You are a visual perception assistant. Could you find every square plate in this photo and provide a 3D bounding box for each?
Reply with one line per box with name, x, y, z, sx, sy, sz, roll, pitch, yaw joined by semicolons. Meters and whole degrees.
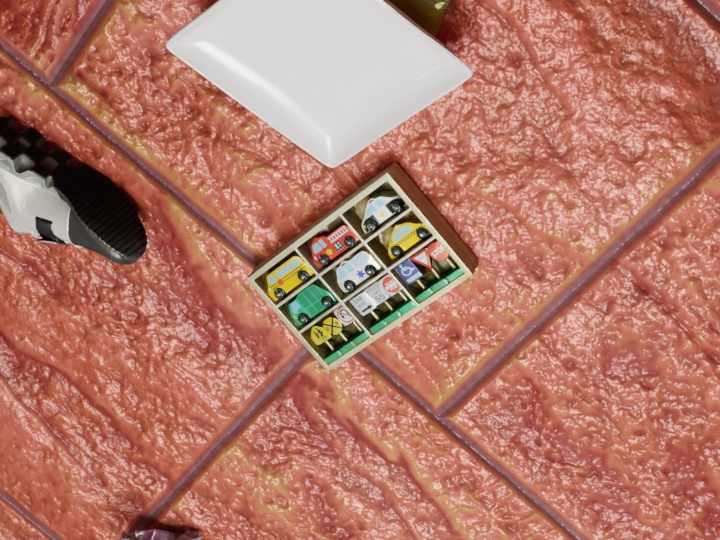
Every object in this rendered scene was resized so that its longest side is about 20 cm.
square plate;-0.036;-0.188;1.313;0.198;0.029;0.199;35;139;-25

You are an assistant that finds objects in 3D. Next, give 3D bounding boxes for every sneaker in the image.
sneaker;-0.298;-0.059;1.505;0.200;0.074;0.089;38;125;8

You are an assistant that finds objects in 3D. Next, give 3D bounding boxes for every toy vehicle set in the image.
toy vehicle set;0.000;0.000;1.450;0.200;0.027;0.124;-36;102;33

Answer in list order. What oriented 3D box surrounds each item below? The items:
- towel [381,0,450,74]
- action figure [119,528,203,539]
towel;0.018;-0.272;1.291;0.143;0.023;0.201;28;124;5
action figure;-0.228;0.388;1.695;0.133;0.149;0.202;15;109;5
